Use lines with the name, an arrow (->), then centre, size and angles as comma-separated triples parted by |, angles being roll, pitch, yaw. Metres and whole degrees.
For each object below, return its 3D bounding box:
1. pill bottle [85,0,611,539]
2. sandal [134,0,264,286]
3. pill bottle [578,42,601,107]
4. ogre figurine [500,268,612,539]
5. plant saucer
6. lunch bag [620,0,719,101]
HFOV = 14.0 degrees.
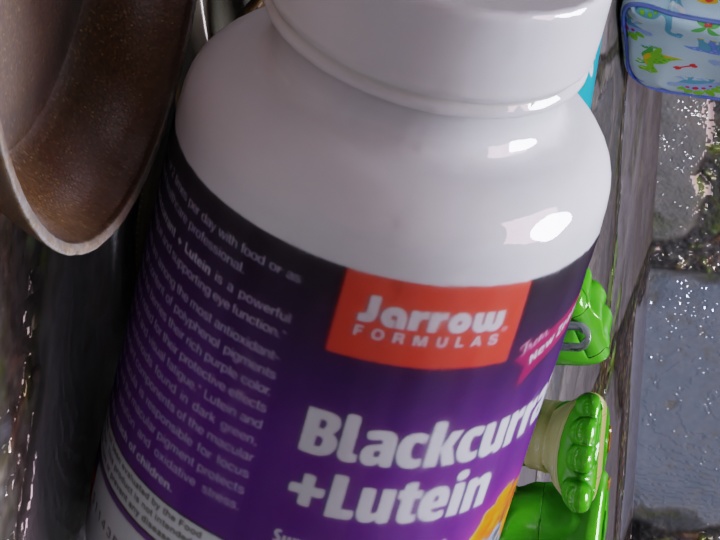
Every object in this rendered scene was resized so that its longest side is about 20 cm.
pill bottle -> 0.000, 0.000, 0.751 | 0.111, 0.111, 0.200 | -69, 175, -58
sandal -> -0.030, -0.062, 0.827 | 0.082, 0.054, 0.201 | -33, 127, -78
pill bottle -> 0.021, -0.061, 0.961 | 0.111, 0.110, 0.200 | 81, 17, -55
ogre figurine -> 0.028, 0.074, 1.044 | 0.200, 0.120, 0.098 | 76, 22, -64
plant saucer -> -0.068, -0.104, 0.656 | 0.200, 0.032, 0.201 | 4, 90, -80
lunch bag -> 0.298, -0.182, 2.238 | 0.161, 0.199, 0.083 | 69, 35, -65
